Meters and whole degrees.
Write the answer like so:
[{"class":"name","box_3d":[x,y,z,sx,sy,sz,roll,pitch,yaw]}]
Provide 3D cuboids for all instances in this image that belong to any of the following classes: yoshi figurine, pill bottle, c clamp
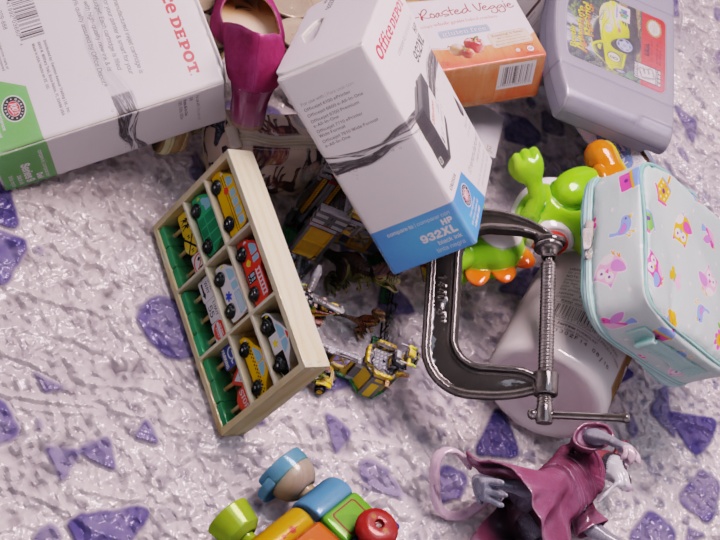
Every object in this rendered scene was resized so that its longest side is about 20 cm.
[{"class":"yoshi figurine","box_3d":[0.139,-0.058,1.382,0.199,0.112,0.113,-26,109,-19]},{"class":"pill bottle","box_3d":[0.202,0.048,1.389,0.114,0.114,0.200,37,49,-4]},{"class":"c clamp","box_3d":[0.136,0.039,1.289,0.170,0.027,0.201,-3,70,3]}]

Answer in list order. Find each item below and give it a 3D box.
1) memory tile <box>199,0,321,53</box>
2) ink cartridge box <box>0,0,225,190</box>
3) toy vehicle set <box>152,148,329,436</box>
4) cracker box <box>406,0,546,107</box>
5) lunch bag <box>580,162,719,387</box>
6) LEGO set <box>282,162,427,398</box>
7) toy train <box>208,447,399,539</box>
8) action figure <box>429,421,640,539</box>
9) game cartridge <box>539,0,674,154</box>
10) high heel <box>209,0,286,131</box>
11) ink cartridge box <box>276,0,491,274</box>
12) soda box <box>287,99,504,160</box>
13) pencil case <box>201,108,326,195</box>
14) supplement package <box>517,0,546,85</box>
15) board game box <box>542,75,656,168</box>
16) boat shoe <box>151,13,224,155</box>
[{"class":"memory tile","box_3d":[-0.091,-0.246,1.396,0.199,0.017,0.154,-1,48,-27]},{"class":"ink cartridge box","box_3d":[-0.225,-0.171,1.249,0.199,0.084,0.146,-18,73,-9]},{"class":"toy vehicle set","box_3d":[-0.101,0.018,1.225,0.026,0.124,0.201,1,59,-42]},{"class":"cracker box","box_3d":[0.076,-0.242,1.433,0.133,0.058,0.200,-11,51,-15]},{"class":"lunch bag","box_3d":[0.261,0.009,1.318,0.200,0.077,0.161,32,56,-43]},{"class":"LEGO set","box_3d":[0.000,0.000,1.300,0.153,0.116,0.200,28,50,-12]},{"class":"toy train","box_3d":[-0.073,0.223,1.142,0.116,0.085,0.200,43,48,15]},{"class":"action figure","box_3d":[0.169,0.196,1.308,0.148,0.135,0.200,13,23,32]},{"class":"game cartridge","box_3d":[0.234,-0.212,1.430,0.133,0.041,0.201,17,55,-13]},{"class":"high heel","box_3d":[-0.093,-0.215,1.274,0.067,0.096,0.201,8,44,-7]},{"class":"ink cartridge box","box_3d":[0.026,-0.124,1.258,0.200,0.083,0.145,58,26,-25]},{"class":"soda box","box_3d":[0.035,-0.156,1.456,0.199,0.068,0.064,27,48,-12]},{"class":"pencil case","box_3d":[-0.047,-0.107,1.362,0.199,0.089,0.078,-2,69,-32]},{"class":"supplement package","box_3d":[0.203,-0.282,1.580,0.200,0.156,0.111,-21,71,-37]},{"class":"board game box","box_3d":[0.255,-0.128,1.512,0.199,0.043,0.200,58,13,15]},{"class":"boat shoe","box_3d":[-0.144,-0.180,1.369,0.063,0.073,0.201,18,45,-12]}]
